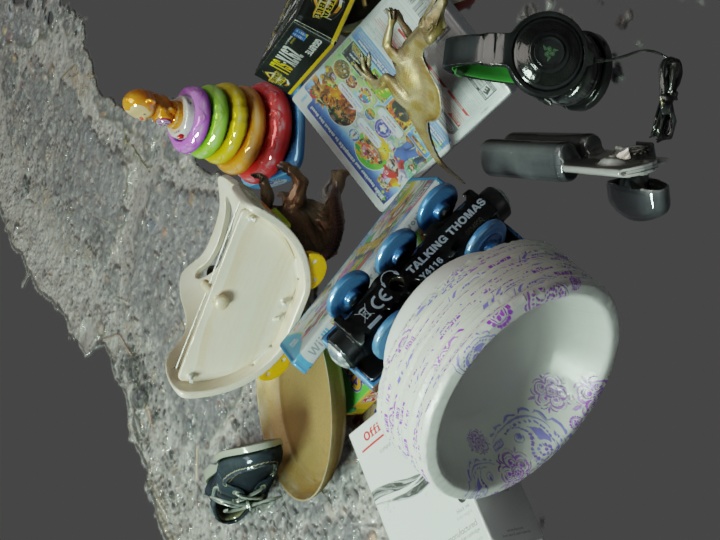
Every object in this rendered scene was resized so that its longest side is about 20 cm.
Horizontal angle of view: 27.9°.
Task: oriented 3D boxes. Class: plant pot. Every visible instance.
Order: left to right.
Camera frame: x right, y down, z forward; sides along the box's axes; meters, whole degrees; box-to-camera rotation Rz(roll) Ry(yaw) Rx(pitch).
[{"bbox_3d":[-0.057,0.125,1.428,0.199,0.027,0.203,177,90,-66],"label":"plant pot"}]

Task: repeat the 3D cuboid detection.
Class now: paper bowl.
[{"bbox_3d":[0.097,0.068,1.125,0.104,0.199,0.203,42,116,38],"label":"paper bowl"}]

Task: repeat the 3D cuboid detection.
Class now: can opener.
[{"bbox_3d":[0.173,-0.075,1.179,0.199,0.053,0.068,10,115,59],"label":"can opener"}]

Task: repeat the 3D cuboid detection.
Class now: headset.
[{"bbox_3d":[0.161,-0.153,1.167,0.197,0.123,0.096,5,91,28],"label":"headset"}]

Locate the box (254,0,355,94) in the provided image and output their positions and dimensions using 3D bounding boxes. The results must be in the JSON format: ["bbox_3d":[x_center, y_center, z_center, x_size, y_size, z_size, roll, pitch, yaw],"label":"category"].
[{"bbox_3d":[-0.035,-0.270,1.392,0.161,0.049,0.200,-65,11,-13],"label":"box"}]

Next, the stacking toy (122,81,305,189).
[{"bbox_3d":[-0.159,-0.155,1.506,0.115,0.198,0.112,-12,74,49],"label":"stacking toy"}]

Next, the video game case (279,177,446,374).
[{"bbox_3d":[0.000,0.000,1.289,0.201,0.018,0.143,-52,8,-2],"label":"video game case"}]

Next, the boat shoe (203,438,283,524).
[{"bbox_3d":[-0.119,0.215,1.459,0.200,0.074,0.063,137,126,-62],"label":"boat shoe"}]

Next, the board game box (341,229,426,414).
[{"bbox_3d":[0.020,0.053,1.350,0.200,0.030,0.097,-46,51,41],"label":"board game box"}]

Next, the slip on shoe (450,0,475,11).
[{"bbox_3d":[0.043,-0.208,1.374,0.199,0.074,0.061,-37,91,36],"label":"slip on shoe"}]

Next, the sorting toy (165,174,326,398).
[{"bbox_3d":[-0.126,-0.003,1.406,0.180,0.106,0.202,50,123,52],"label":"sorting toy"}]

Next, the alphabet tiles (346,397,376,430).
[{"bbox_3d":[0.038,0.082,1.351,0.199,0.007,0.170,20,102,55],"label":"alphabet tiles"}]

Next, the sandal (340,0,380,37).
[{"bbox_3d":[0.041,-0.291,1.369,0.199,0.054,0.081,-27,33,44],"label":"sandal"}]

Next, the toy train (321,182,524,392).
[{"bbox_3d":[0.055,0.018,1.203,0.200,0.115,0.086,-44,57,-12],"label":"toy train"}]

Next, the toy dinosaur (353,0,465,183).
[{"bbox_3d":[0.044,-0.160,1.267,0.101,0.058,0.202,48,157,38],"label":"toy dinosaur"}]

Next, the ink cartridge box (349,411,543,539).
[{"bbox_3d":[0.063,0.166,1.246,0.116,0.066,0.202,-43,60,40],"label":"ink cartridge box"}]

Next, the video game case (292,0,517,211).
[{"bbox_3d":[0.037,-0.165,1.343,0.144,0.018,0.200,51,130,3],"label":"video game case"}]

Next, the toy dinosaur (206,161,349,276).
[{"bbox_3d":[-0.066,-0.030,1.461,0.199,0.085,0.138,-15,72,46],"label":"toy dinosaur"}]
